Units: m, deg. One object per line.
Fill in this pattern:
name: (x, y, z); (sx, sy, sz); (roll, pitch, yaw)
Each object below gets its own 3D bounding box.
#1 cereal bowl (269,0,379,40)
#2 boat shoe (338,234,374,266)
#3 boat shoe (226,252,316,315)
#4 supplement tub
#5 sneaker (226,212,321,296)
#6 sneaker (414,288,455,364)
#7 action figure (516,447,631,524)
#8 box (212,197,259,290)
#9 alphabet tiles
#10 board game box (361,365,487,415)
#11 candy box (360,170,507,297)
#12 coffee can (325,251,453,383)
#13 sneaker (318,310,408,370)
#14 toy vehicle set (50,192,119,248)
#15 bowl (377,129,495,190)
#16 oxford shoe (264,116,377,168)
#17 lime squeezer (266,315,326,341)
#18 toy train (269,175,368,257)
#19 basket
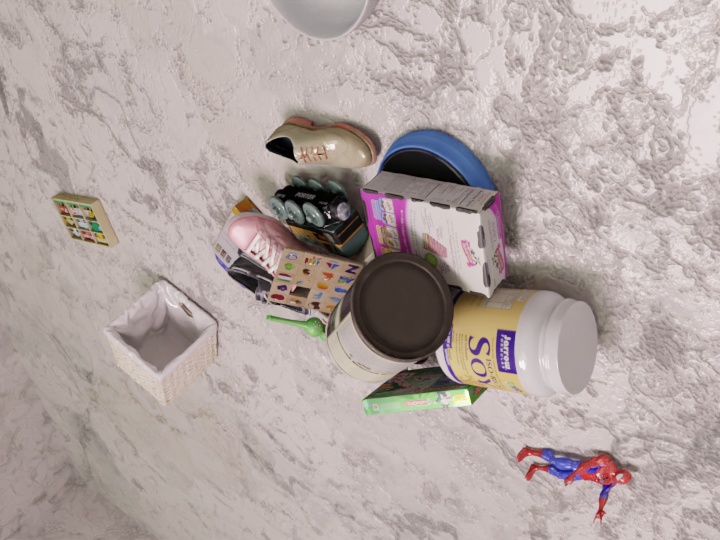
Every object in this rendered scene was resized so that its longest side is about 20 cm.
cereal bowl: (-0.042, -0.402, 0.925); (0.197, 0.083, 0.203); (27, 138, 27)
boat shoe: (0.000, 0.000, 1.247); (0.059, 0.073, 0.199); (26, 147, -20)
boat shoe: (-0.168, 0.035, 1.376); (0.198, 0.068, 0.073); (33, 144, 22)
supplement tub: (0.220, 0.099, 1.048); (0.197, 0.145, 0.148); (3, 125, 43)
sneaker: (-0.141, -0.023, 1.276); (0.198, 0.106, 0.076); (30, 116, -25)
sneaker: (0.118, 0.094, 1.206); (0.097, 0.071, 0.204); (31, 138, 24)
action figure: (0.336, 0.341, 1.188); (0.197, 0.099, 0.066); (-11, 117, 46)
box: (-0.226, -0.043, 1.460); (0.119, 0.041, 0.200); (47, 145, 2)
alphabet tiles: (-0.046, 0.027, 1.224); (0.195, 0.008, 0.168); (12, 146, -12)
board game box: (0.116, 0.190, 1.204); (0.196, 0.134, 0.030); (-12, 98, 34)
candy box: (0.103, -0.054, 1.035); (0.197, 0.061, 0.139); (17, 134, 36)
coffee can: (0.035, 0.076, 1.066); (0.146, 0.146, 0.200); (45, 158, 3)
sneaker: (0.006, 0.130, 1.351); (0.197, 0.071, 0.115); (22, 133, 28)
toy vehicle set: (-0.700, -0.127, 1.869); (0.197, 0.026, 0.127); (10, 129, 39)
bowl: (0.105, -0.103, 1.074); (0.198, 0.039, 0.204); (26, 137, 26)
oxford shoe: (-0.063, -0.184, 1.142); (0.197, 0.074, 0.072); (15, 133, 36)
lime squeezer: (-0.085, 0.118, 1.387); (0.070, 0.039, 0.198); (-25, 147, 28)
toy train: (-0.072, -0.088, 1.220); (0.198, 0.085, 0.115); (15, 142, 51)
basket: (-0.470, 0.174, 1.769); (0.196, 0.200, 0.163); (34, 147, 17)
